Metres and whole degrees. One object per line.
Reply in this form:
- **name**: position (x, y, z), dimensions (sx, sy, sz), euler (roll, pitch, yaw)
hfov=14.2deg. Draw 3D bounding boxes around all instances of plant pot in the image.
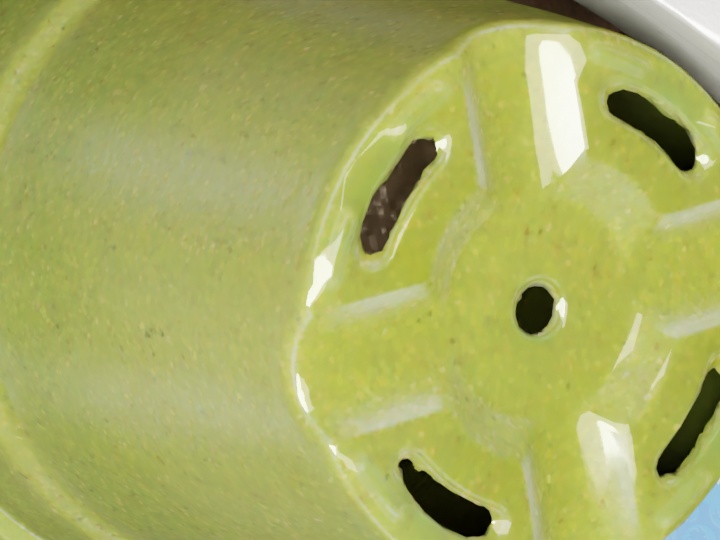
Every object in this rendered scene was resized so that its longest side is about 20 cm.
- **plant pot**: position (0.000, 0.000, 0.728), dimensions (0.200, 0.184, 0.201), euler (-3, 97, -30)

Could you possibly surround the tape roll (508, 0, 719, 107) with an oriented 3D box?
- **tape roll**: position (0.107, -0.108, 0.758), dimensions (0.203, 0.203, 0.139), euler (36, 88, -18)

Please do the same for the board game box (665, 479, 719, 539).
- **board game box**: position (0.125, 0.129, 0.823), dimensions (0.200, 0.037, 0.151), euler (19, 93, -57)
